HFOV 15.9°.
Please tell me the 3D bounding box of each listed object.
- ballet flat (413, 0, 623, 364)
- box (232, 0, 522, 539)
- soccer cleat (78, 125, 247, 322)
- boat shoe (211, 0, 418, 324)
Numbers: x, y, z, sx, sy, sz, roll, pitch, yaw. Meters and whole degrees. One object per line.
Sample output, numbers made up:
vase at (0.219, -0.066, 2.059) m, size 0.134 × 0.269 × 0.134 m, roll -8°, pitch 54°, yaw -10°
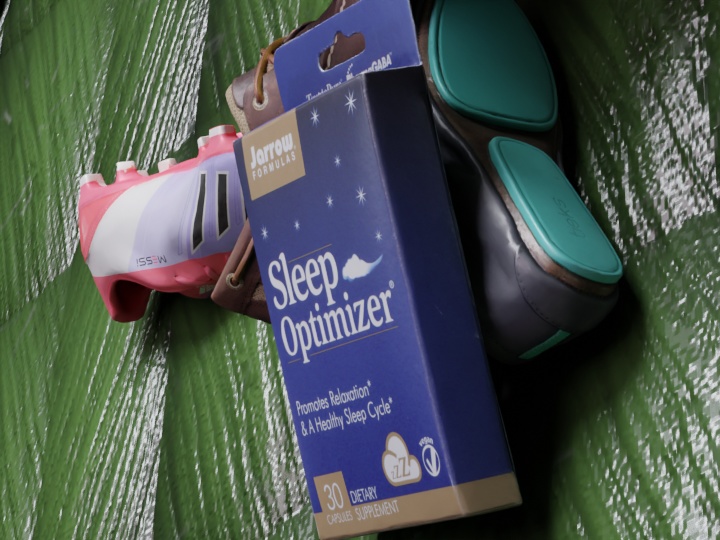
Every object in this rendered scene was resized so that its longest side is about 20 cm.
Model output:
ballet flat at (0.047, -0.038, 1.017) m, size 0.073 × 0.073 × 0.200 m, roll -49°, pitch 36°, yaw 27°
box at (0.000, 0.000, 0.991) m, size 0.121 × 0.032 × 0.200 m, roll -21°, pitch 79°, yaw 62°
soccer cleat at (-0.065, -0.025, 1.214) m, size 0.200 × 0.067 × 0.077 m, roll -13°, pitch 88°, yaw 49°
boat shoe at (-0.022, -0.066, 1.080) m, size 0.072 × 0.072 × 0.200 m, roll -68°, pitch -8°, yaw -63°
